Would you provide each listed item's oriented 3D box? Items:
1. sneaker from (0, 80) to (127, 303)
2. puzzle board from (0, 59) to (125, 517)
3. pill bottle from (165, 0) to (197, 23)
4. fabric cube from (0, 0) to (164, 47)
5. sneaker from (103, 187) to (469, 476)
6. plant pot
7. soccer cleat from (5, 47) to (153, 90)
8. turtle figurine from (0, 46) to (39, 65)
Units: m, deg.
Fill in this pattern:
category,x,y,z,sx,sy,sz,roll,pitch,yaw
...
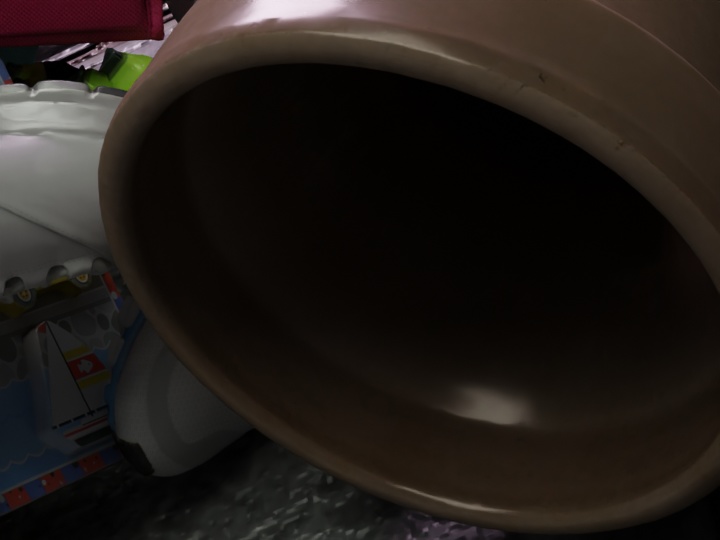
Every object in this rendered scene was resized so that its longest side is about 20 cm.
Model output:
category,x,y,z,sx,sy,sz,roll,pitch,yaw
sneaker,-0.123,-0.017,0.700,0.074,0.199,0.088,151,126,-61
puzzle board,-0.148,0.010,0.728,0.017,0.151,0.200,-31,-5,35
pill bottle,-0.029,-0.149,0.911,0.116,0.117,0.201,-24,39,9
fabric cube,-0.183,-0.194,0.863,0.198,0.198,0.200,-3,18,-8
sneaker,0.000,0.000,0.771,0.200,0.075,0.086,-44,46,-15
plant pot,0.046,-0.049,0.678,0.199,0.201,0.175,-2,44,32
soccer cleat,-0.101,-0.044,0.892,0.200,0.081,0.068,3,65,63
turtle figurine,-0.249,-0.105,1.022,0.199,0.101,0.150,16,38,34
